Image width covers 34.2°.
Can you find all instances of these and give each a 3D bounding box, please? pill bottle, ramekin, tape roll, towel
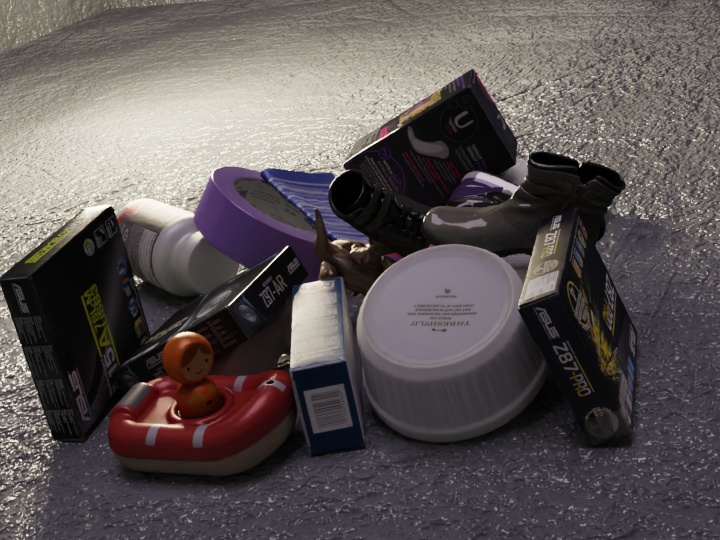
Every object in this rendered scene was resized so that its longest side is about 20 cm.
[{"bbox_3d":[-0.251,-0.028,1.586,0.110,0.112,0.199,-26,28,-32],"label":"pill bottle"},{"bbox_3d":[0.087,0.062,1.172,0.200,0.095,0.204,-12,45,12],"label":"ramekin"},{"bbox_3d":[-0.115,-0.059,1.529,0.199,0.066,0.200,25,18,-9],"label":"tape roll"},{"bbox_3d":[-0.030,-0.081,1.565,0.144,0.024,0.200,2,31,-50],"label":"towel"}]

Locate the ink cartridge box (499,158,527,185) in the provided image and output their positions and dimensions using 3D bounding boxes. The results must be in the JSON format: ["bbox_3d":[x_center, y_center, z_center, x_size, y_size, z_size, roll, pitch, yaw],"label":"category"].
[{"bbox_3d":[0.226,-0.089,1.537,0.161,0.058,0.200,17,22,17],"label":"ink cartridge box"}]

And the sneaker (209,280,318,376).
[{"bbox_3d":[-0.104,0.070,1.364,0.088,0.076,0.199,-4,21,48],"label":"sneaker"}]

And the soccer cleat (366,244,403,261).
[{"bbox_3d":[0.088,-0.030,1.498,0.199,0.067,0.076,-19,20,-34],"label":"soccer cleat"}]

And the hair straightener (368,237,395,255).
[{"bbox_3d":[0.101,-0.038,1.395,0.198,0.041,0.077,-2,39,23],"label":"hair straightener"}]

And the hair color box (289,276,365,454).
[{"bbox_3d":[-0.035,0.095,1.228,0.060,0.101,0.200,-10,23,3],"label":"hair color box"}]

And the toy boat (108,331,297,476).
[{"bbox_3d":[-0.163,0.124,1.178,0.198,0.132,0.131,-1,25,20],"label":"toy boat"}]

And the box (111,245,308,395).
[{"bbox_3d":[-0.170,0.061,1.332,0.199,0.044,0.160,-28,12,33],"label":"box"}]

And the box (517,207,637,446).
[{"bbox_3d":[0.217,0.050,1.146,0.049,0.162,0.200,-20,18,23],"label":"box"}]

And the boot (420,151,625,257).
[{"bbox_3d":[0.170,-0.075,1.239,0.198,0.131,0.068,8,43,-2],"label":"boot"}]

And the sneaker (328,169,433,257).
[{"bbox_3d":[0.044,-0.054,1.317,0.199,0.071,0.099,24,-2,29],"label":"sneaker"}]

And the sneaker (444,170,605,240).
[{"bbox_3d":[0.196,-0.055,1.428,0.198,0.076,0.088,14,43,27],"label":"sneaker"}]

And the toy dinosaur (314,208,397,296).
[{"bbox_3d":[0.000,0.000,1.380,0.086,0.199,0.136,-50,20,8],"label":"toy dinosaur"}]

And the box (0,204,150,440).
[{"bbox_3d":[-0.310,0.055,1.311,0.047,0.202,0.193,-5,23,16],"label":"box"}]

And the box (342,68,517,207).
[{"bbox_3d":[0.094,-0.155,1.542,0.199,0.123,0.106,-29,15,19],"label":"box"}]

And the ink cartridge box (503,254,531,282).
[{"bbox_3d":[0.180,0.031,1.313,0.135,0.077,0.200,-1,24,23],"label":"ink cartridge box"}]
